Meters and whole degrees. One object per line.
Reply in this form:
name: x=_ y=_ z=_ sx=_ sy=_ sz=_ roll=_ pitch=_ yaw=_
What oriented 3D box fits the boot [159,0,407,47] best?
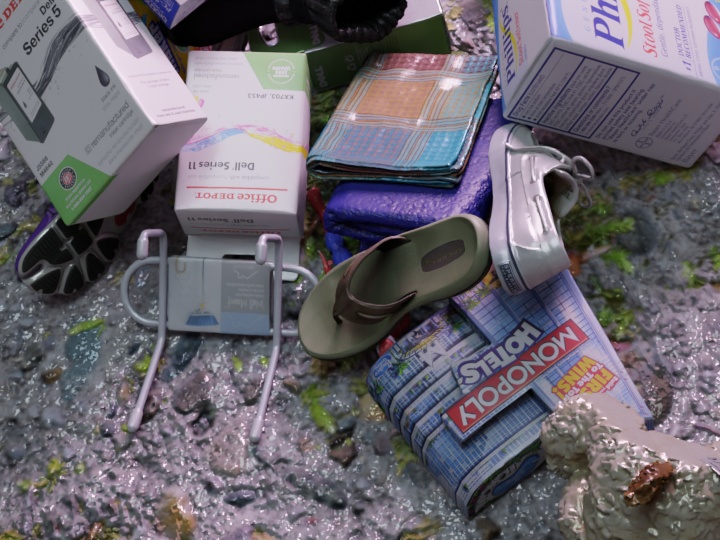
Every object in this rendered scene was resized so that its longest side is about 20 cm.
boot: x=-0.074 y=-0.255 z=1.282 sx=0.210 sy=0.080 sz=0.158 roll=-34 pitch=53 yaw=-18

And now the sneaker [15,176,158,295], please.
sneaker: x=-0.271 y=-0.056 z=1.297 sx=0.082 sy=0.081 sz=0.201 roll=5 pitch=47 yaw=34

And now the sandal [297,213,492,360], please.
sandal: x=0.019 y=0.007 z=1.098 sx=0.200 sy=0.057 sz=0.081 roll=-32 pitch=64 yaw=31

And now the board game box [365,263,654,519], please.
board game box: x=0.133 y=0.095 z=1.077 sx=0.199 sy=0.062 sz=0.200 roll=-35 pitch=53 yaw=-11

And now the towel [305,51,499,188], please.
towel: x=0.043 y=-0.146 z=1.230 sx=0.144 sy=0.022 sz=0.201 roll=5 pitch=41 yaw=18

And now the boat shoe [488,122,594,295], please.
boat shoe: x=0.154 y=-0.065 z=1.094 sx=0.085 sy=0.075 sz=0.203 roll=-18 pitch=30 yaw=20

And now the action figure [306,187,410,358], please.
action figure: x=0.000 y=0.000 z=1.190 sx=0.064 sy=0.052 sz=0.202 roll=-17 pitch=55 yaw=-4

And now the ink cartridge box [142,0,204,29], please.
ink cartridge box: x=-0.139 y=-0.321 z=1.239 sx=0.094 sy=0.044 sz=0.200 roll=45 pitch=60 yaw=-2

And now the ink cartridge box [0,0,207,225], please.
ink cartridge box: x=-0.253 y=-0.167 z=1.198 sx=0.145 sy=0.084 sz=0.201 roll=-42 pitch=79 yaw=31

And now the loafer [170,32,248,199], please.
loafer: x=-0.134 y=-0.153 z=1.327 sx=0.062 sy=0.072 sz=0.203 roll=13 pitch=65 yaw=3

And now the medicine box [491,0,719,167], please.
medicine box: x=0.225 y=-0.212 z=1.190 sx=0.197 sy=0.103 sz=0.184 roll=13 pitch=52 yaw=-18

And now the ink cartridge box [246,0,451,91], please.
ink cartridge box: x=-0.015 y=-0.249 z=1.359 sx=0.197 sy=0.060 sz=0.105 roll=-15 pitch=53 yaw=4

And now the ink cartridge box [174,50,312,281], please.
ink cartridge box: x=-0.107 y=-0.097 z=1.232 sx=0.115 sy=0.067 sz=0.203 roll=1 pitch=72 yaw=3

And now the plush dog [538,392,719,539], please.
plush dog: x=0.200 y=0.200 z=0.930 sx=0.197 sy=0.175 sz=0.160 roll=14 pitch=16 yaw=18

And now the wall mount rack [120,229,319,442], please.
wall mount rack: x=-0.134 y=0.054 z=1.173 sx=0.197 sy=0.074 sz=0.177 roll=3 pitch=94 yaw=16

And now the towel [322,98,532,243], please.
towel: x=0.066 y=-0.089 z=1.210 sx=0.146 sy=0.050 sz=0.201 roll=8 pitch=42 yaw=23

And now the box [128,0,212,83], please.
box: x=-0.213 y=-0.295 z=1.357 sx=0.121 sy=0.201 sz=0.194 roll=21 pitch=64 yaw=26
